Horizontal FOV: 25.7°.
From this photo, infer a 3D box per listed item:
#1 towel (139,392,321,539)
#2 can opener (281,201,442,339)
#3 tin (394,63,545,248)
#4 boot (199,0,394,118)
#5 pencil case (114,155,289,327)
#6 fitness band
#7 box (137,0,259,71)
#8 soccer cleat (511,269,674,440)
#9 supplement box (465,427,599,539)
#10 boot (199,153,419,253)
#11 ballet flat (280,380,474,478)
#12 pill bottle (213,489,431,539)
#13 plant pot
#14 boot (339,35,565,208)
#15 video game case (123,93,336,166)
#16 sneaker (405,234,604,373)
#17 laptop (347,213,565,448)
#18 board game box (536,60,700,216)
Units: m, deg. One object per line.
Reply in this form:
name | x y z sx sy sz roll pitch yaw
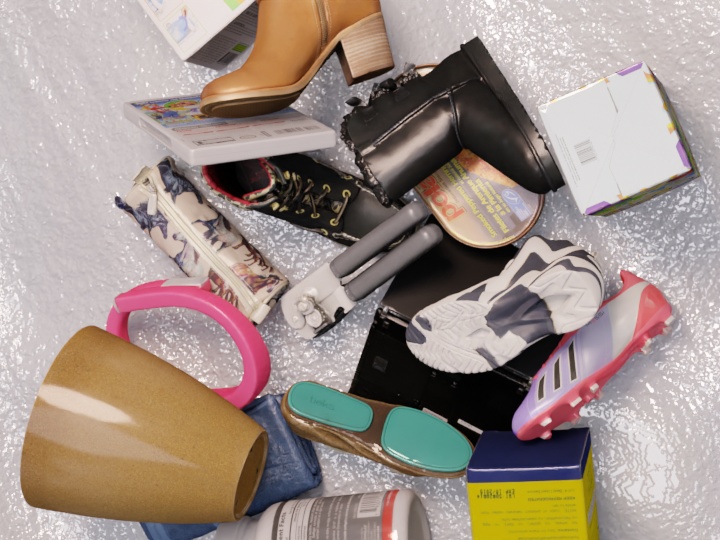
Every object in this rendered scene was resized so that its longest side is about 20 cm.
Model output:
towel | -0.145 0.206 1.620 0.200 0.049 0.112 -23 88 14
can opener | 0.000 0.000 1.542 0.200 0.066 0.053 -38 82 32
tin | 0.099 -0.111 1.546 0.112 0.042 0.200 -37 81 5
boot | -0.077 -0.235 1.470 0.200 0.077 0.155 -20 87 -11
pencil case | -0.157 -0.024 1.592 0.078 0.089 0.200 -45 83 11
fitness band | -0.178 0.080 1.586 0.200 0.037 0.144 -6 111 37
box | -0.180 -0.311 1.573 0.101 0.112 0.200 -38 82 12
soccer cleat | 0.210 0.082 1.496 0.200 0.067 0.076 -40 67 -11
supplement box | 0.169 0.261 1.496 0.109 0.110 0.200 -3 102 14
boot | -0.051 -0.068 1.529 0.203 0.154 0.074 25 98 11
ballet flat | 0.015 0.167 1.560 0.200 0.072 0.068 16 57 5
pill bottle | -0.037 0.283 1.562 0.200 0.116 0.116 -8 91 15
plant pot | -0.198 0.170 1.529 0.200 0.186 0.187 16 96 12
boot | 0.081 -0.114 1.475 0.162 0.073 0.198 -31 60 4
video game case | -0.128 -0.140 1.503 0.143 0.200 0.018 -10 112 -23
sneaker | 0.146 0.026 1.502 0.199 0.130 0.080 -28 98 28
laptop | 0.105 0.075 1.572 0.177 0.103 0.200 26 124 12
board game box | 0.239 -0.115 1.431 0.103 0.200 0.105 -23 86 14
